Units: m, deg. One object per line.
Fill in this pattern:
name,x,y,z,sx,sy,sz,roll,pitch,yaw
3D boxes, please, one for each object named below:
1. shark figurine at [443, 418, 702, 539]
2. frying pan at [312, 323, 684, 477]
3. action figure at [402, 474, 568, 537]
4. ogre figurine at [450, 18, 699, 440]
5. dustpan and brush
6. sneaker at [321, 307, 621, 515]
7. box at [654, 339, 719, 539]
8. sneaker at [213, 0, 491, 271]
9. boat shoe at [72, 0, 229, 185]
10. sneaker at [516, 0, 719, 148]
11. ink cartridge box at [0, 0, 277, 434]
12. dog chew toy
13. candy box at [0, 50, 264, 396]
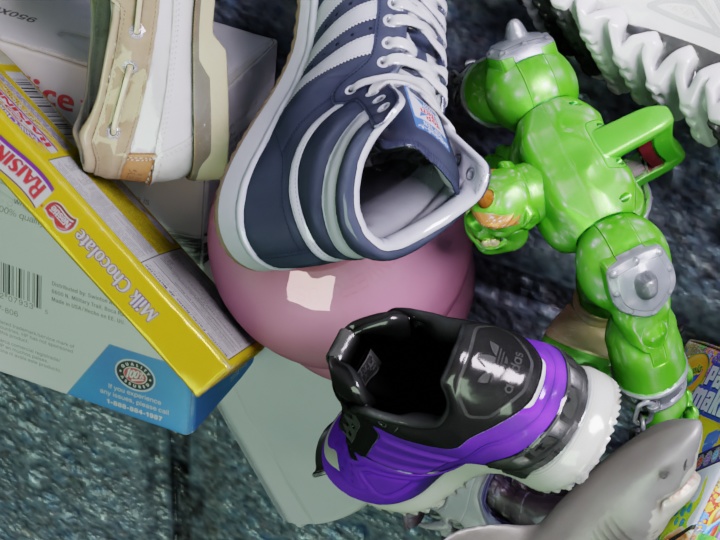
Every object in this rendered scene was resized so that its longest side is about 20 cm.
shark figurine,0.066,0.157,1.036,0.089,0.215,0.128,27,166,-9
frying pan,0.056,0.060,1.186,0.190,0.115,0.031,-25,88,27
action figure,0.125,0.131,1.226,0.200,0.130,0.069,13,103,28
ogre figurine,0.094,-0.029,1.055,0.098,0.200,0.120,-5,155,2
dustpan and brush,0.012,0.065,1.296,0.200,0.057,0.140,-10,115,46
sneaker,0.021,0.054,1.057,0.099,0.070,0.200,28,157,-23
box,0.211,0.163,1.093,0.200,0.193,0.122,27,180,-10
sneaker,0.016,-0.089,1.026,0.070,0.200,0.108,31,164,-34
boat shoe,-0.101,-0.139,1.088,0.075,0.068,0.200,-172,78,-78
sneaker,0.139,-0.109,1.033,0.200,0.081,0.075,37,175,23
ink cartridge box,-0.127,-0.036,1.231,0.144,0.084,0.200,18,124,17
dog chew toy,0.000,0.000,1.166,0.124,0.125,0.200,19,167,17
candy box,-0.125,-0.028,1.112,0.026,0.102,0.200,-42,88,11
